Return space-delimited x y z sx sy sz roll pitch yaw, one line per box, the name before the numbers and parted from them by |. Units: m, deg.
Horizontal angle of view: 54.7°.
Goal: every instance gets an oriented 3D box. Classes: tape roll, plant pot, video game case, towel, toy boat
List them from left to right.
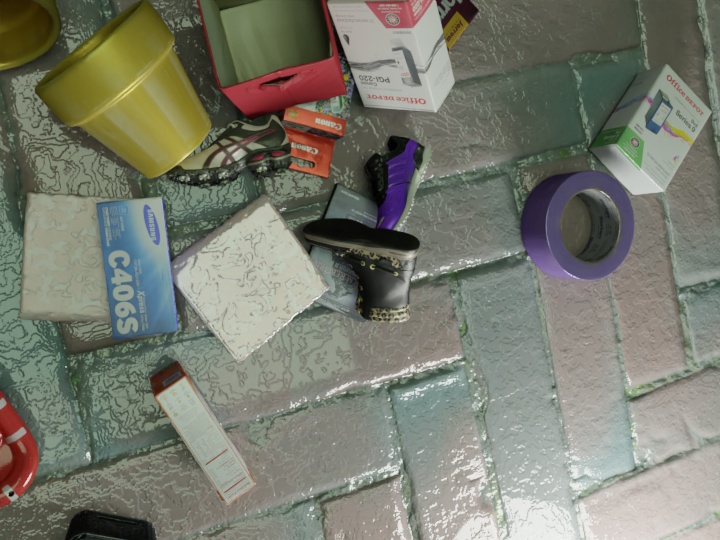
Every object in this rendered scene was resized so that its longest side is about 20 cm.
plant pot | -0.517 -0.395 0.912 0.199 0.201 0.191 -15 82 -18
toy boat | -0.528 0.241 0.954 0.130 0.130 0.202 -36 116 -27
towel | -0.404 -0.018 1.054 0.198 0.032 0.194 3 91 -20
plant pot | -0.320 -0.246 0.996 0.201 0.200 0.189 -46 121 -12
towel | -0.177 0.012 1.118 0.199 0.032 0.192 -38 101 -11
video game case | -0.016 -0.028 1.199 0.142 0.019 0.202 23 84 -19
tape roll | 0.409 -0.084 1.313 0.198 0.085 0.203 -1 94 -20

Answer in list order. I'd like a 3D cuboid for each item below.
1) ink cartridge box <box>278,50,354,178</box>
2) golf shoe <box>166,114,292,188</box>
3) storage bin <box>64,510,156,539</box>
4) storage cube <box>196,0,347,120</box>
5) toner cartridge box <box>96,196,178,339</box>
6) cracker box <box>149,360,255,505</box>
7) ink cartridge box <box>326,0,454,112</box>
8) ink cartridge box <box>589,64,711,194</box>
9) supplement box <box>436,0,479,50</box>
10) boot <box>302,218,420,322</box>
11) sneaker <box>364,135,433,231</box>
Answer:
ink cartridge box | -0.076 -0.264 1.148 0.108 0.050 0.203 11 88 -20
golf shoe | -0.208 -0.184 1.094 0.198 0.077 0.089 -12 85 -13
storage bin | -0.396 0.484 1.049 0.134 0.094 0.202 18 86 -20
storage cube | -0.125 -0.347 1.022 0.169 0.180 0.202 -14 86 4
toner cartridge box | -0.331 -0.004 1.037 0.094 0.043 0.203 -7 95 -14
cracker box | -0.244 0.245 1.069 0.057 0.134 0.201 -32 103 -16
ink cartridge box | 0.052 -0.355 1.091 0.085 0.144 0.201 -60 145 -27
ink cartridge box | 0.566 -0.273 1.358 0.145 0.087 0.201 38 78 -17
supplement box | 0.075 -0.446 1.166 0.200 0.103 0.131 40 78 -17
boot | 0.000 0.000 1.144 0.198 0.073 0.152 10 124 16
sneaker | 0.045 -0.144 1.183 0.099 0.070 0.202 27 67 -9
